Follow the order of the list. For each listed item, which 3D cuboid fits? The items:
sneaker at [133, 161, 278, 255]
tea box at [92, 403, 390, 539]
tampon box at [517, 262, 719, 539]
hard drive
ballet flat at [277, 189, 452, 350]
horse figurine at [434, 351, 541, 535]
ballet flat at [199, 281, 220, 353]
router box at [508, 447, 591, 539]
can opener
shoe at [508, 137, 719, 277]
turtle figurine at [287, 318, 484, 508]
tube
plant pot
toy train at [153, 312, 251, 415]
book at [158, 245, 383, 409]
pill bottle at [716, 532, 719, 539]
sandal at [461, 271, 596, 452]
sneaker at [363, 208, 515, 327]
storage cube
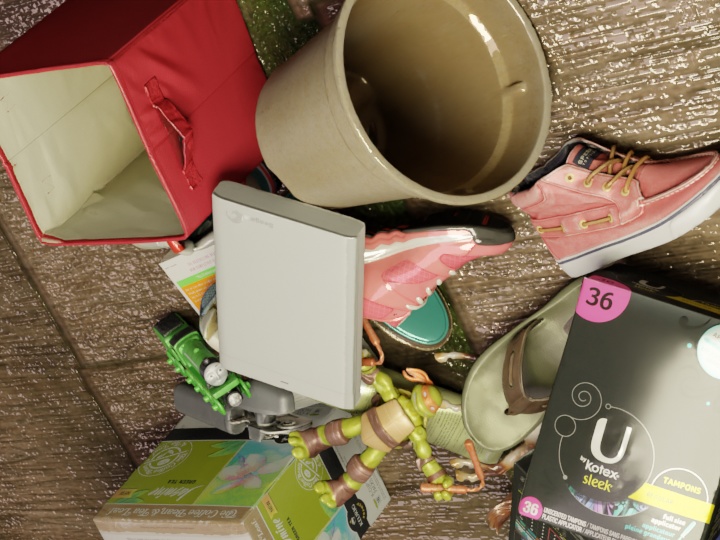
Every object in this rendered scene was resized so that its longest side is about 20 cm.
[{"bbox_3d":[-0.171,-0.051,1.726,0.200,0.093,0.070,-16,114,42],"label":"sneaker"},{"bbox_3d":[-0.116,0.237,1.847,0.200,0.197,0.134,-5,121,37],"label":"tea box"},{"bbox_3d":[0.234,0.113,1.486,0.150,0.126,0.200,17,101,17],"label":"tampon box"},{"bbox_3d":[-0.061,0.023,1.585,0.132,0.026,0.200,17,135,17],"label":"hard drive"},{"bbox_3d":[0.000,0.000,1.683,0.200,0.071,0.065,43,164,1],"label":"ballet flat"},{"bbox_3d":[0.141,0.140,1.682,0.133,0.050,0.200,-5,114,11],"label":"horse figurine"},{"bbox_3d":[-0.112,0.039,1.700,0.074,0.074,0.200,39,144,2],"label":"ballet flat"},{"bbox_3d":[0.211,0.264,1.626,0.200,0.062,0.150,46,149,37],"label":"router box"},{"bbox_3d":[-0.118,0.124,1.828,0.200,0.053,0.067,14,112,53],"label":"can opener"},{"bbox_3d":[0.205,-0.066,1.466,0.091,0.071,0.200,48,140,-12],"label":"shoe"},{"bbox_3d":[0.014,0.134,1.679,0.161,0.064,0.200,-33,95,27],"label":"turtle figurine"},{"bbox_3d":[0.046,0.127,1.736,0.200,0.052,0.058,20,172,-4],"label":"tube"},{"bbox_3d":[0.017,-0.132,1.479,0.200,0.200,0.183,53,148,-13],"label":"plant pot"},{"bbox_3d":[-0.156,0.086,1.801,0.056,0.042,0.200,60,169,-22],"label":"toy train"},{"bbox_3d":[-0.082,0.042,1.777,0.134,0.048,0.200,-18,114,42],"label":"book"},{"bbox_3d":[0.328,0.244,1.603,0.111,0.111,0.200,39,137,2],"label":"pill bottle"},{"bbox_3d":[0.153,0.079,1.593,0.080,0.057,0.201,37,117,-3],"label":"sandal"},{"bbox_3d":[0.042,0.002,1.601,0.200,0.074,0.087,-10,101,19],"label":"sneaker"},{"bbox_3d":[-0.196,-0.140,1.609,0.200,0.180,0.171,-2,122,35],"label":"storage cube"}]
